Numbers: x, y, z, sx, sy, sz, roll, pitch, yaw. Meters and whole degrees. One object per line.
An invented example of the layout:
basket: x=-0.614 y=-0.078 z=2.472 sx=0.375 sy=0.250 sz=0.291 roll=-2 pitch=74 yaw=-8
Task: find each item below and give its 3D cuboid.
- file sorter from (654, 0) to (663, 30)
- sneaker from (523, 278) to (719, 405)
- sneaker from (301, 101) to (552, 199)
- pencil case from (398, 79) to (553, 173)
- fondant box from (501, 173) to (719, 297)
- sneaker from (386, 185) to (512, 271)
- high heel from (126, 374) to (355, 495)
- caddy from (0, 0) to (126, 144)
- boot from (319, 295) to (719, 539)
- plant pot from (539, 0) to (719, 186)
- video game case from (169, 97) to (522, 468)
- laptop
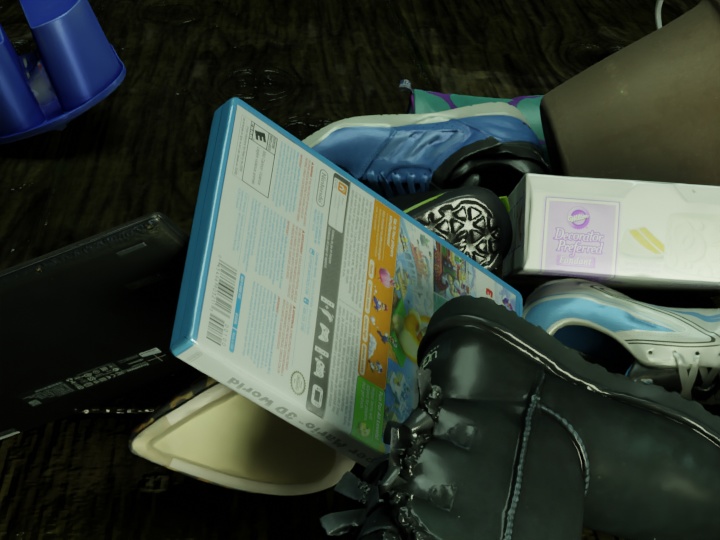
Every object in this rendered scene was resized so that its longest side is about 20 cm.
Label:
file sorter: x=0.372 y=-0.205 z=1.507 sx=0.198 sy=0.126 sz=0.139 roll=-5 pitch=-16 yaw=-12
sneaker: x=0.183 y=0.054 z=0.973 sx=0.198 sy=0.072 sz=0.073 roll=8 pitch=46 yaw=9
sneaker: x=0.037 y=-0.057 z=1.233 sx=0.198 sy=0.077 sz=0.112 roll=-10 pitch=32 yaw=-7
pencil case: x=0.126 y=-0.099 z=1.345 sx=0.198 sy=0.086 sz=0.093 roll=2 pitch=27 yaw=-2
fondant box: x=0.162 y=-0.018 z=1.064 sx=0.143 sy=0.059 sz=0.200 roll=4 pitch=-3 yaw=2
sneaker: x=0.000 y=0.000 z=1.054 sx=0.198 sy=0.072 sz=0.083 roll=-16 pitch=12 yaw=-3
high heel: x=-0.043 y=0.065 z=0.925 sx=0.198 sy=0.072 sz=0.142 roll=-9 pitch=12 yaw=-23
caddy: x=-0.276 y=-0.169 z=1.483 sx=0.140 sy=0.106 sz=0.200 roll=-26 pitch=24 yaw=-5
boot: x=0.087 y=0.110 z=0.768 sx=0.197 sy=0.074 sz=0.163 roll=30 pitch=39 yaw=-7
plant pot: x=0.222 y=-0.090 z=1.220 sx=0.173 sy=0.202 sz=0.201 roll=-16 pitch=20 yaw=2
video game case: x=0.002 y=0.024 z=0.826 sx=0.199 sy=0.018 sz=0.144 roll=33 pitch=44 yaw=-29
laptop: x=-0.136 y=0.004 z=0.892 sx=0.186 sy=0.200 sz=0.117 roll=-20 pitch=57 yaw=17
